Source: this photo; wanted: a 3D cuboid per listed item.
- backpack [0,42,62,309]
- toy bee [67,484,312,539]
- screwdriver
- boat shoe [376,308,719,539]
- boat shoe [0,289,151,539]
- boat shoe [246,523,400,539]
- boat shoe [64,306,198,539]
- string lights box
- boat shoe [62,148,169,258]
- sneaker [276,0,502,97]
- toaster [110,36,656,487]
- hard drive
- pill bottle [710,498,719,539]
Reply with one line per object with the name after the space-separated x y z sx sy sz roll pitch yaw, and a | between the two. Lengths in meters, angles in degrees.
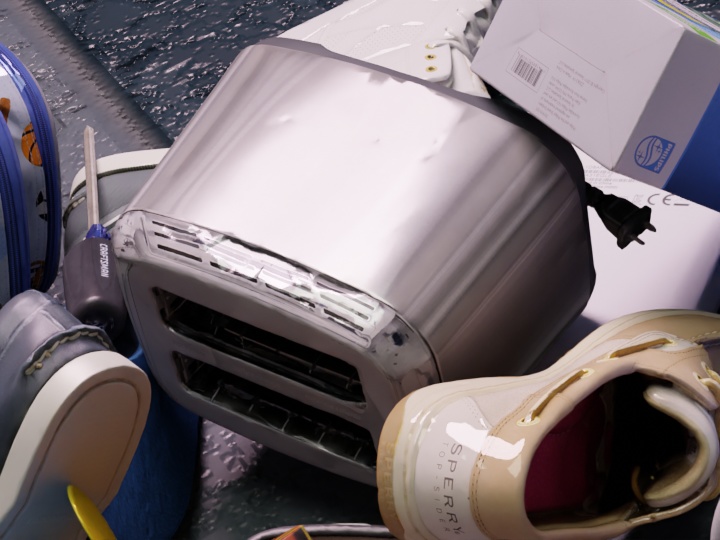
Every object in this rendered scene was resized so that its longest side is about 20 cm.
-0.216 -0.027 1.053 0.153 0.201 0.190 -20 36 -25 | backpack
-0.081 0.136 0.823 0.199 0.132 0.109 -11 6 20 | toy bee
-0.111 -0.023 1.021 0.029 0.028 0.200 -11 27 3 | screwdriver
0.095 0.061 0.833 0.069 0.074 0.199 9 18 44 | boat shoe
-0.145 0.101 0.850 0.062 0.201 0.075 39 23 32 | boat shoe
0.047 0.123 0.824 0.199 0.061 0.074 3 39 27 | boat shoe
-0.107 0.067 0.970 0.068 0.085 0.200 -18 18 13 | boat shoe
0.151 -0.054 0.911 0.103 0.199 0.059 42 110 51 | string lights box
-0.044 -0.023 1.058 0.199 0.073 0.062 -8 45 21 | boat shoe
0.051 -0.104 1.123 0.199 0.074 0.116 -35 39 -6 | sneaker
0.000 0.000 0.919 0.199 0.114 0.129 21 54 28 | toaster
0.088 0.003 0.996 0.131 0.027 0.200 3 40 27 | hard drive
0.202 0.044 0.813 0.111 0.113 0.200 5 37 29 | pill bottle
